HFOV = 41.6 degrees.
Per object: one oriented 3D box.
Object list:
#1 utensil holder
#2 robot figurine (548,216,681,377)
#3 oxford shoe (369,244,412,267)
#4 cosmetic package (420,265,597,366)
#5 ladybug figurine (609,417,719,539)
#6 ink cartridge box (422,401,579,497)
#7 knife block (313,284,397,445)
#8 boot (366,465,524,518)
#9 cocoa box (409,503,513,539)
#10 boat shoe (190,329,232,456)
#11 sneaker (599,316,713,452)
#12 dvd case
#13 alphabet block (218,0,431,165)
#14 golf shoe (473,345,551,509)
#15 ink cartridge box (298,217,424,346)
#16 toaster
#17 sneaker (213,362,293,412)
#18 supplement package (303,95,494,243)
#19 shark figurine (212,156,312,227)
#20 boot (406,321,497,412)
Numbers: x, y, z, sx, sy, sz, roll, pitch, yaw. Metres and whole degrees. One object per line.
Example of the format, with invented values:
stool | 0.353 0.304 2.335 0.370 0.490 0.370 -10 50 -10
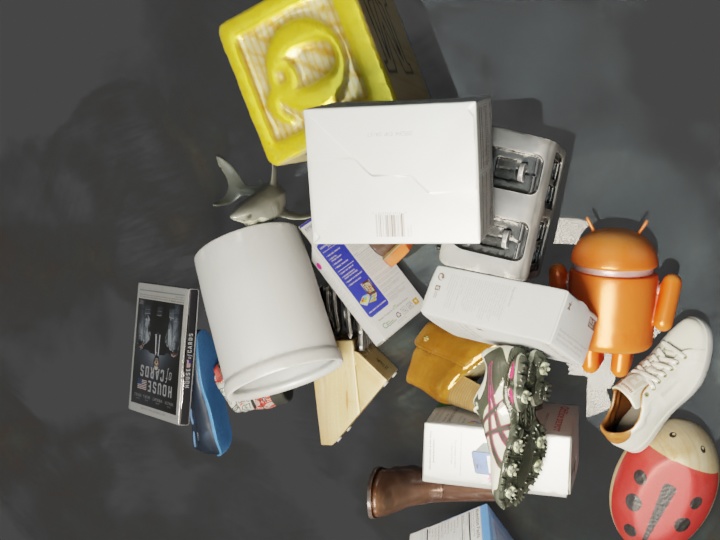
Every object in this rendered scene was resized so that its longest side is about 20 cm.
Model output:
utensil holder | -0.132 0.057 1.310 0.168 0.170 0.203 -24 75 20
robot figurine | 0.330 0.033 1.236 0.143 0.115 0.203 18 110 60
oxford shoe | 0.068 -0.087 1.283 0.073 0.071 0.200 38 127 -3
cosmetic package | 0.188 0.057 1.211 0.198 0.101 0.075 13 78 42
ladybug figurine | 0.408 0.299 1.278 0.134 0.072 0.203 20 105 13
ink cartridge box | 0.196 0.235 1.297 0.197 0.145 0.089 5 101 17
knife block | -0.042 0.129 1.400 0.175 0.064 0.201 42 109 8
boot | 0.121 0.303 1.316 0.197 0.186 0.065 -2 93 21
cocoa box | 0.170 0.452 1.313 0.130 0.134 0.201 -27 117 18
boat shoe | -0.255 0.193 1.472 0.068 0.084 0.203 -4 96 22
sneaker | 0.384 0.145 1.235 0.073 0.084 0.202 37 99 50
dvd case | -0.302 0.123 1.451 0.149 0.025 0.203 5 90 47
alphabet block | -0.039 -0.267 1.259 0.193 0.200 0.199 -23 92 19
golf shoe | 0.186 0.194 1.195 0.087 0.076 0.203 11 95 49
ink cartridge box | 0.000 0.000 1.349 0.201 0.094 0.037 54 148 2
toaster | 0.185 -0.084 1.230 0.117 0.200 0.184 14 95 17
sneaker | -0.182 0.118 1.442 0.106 0.067 0.204 -16 97 17
supplement package | 0.049 -0.116 1.097 0.197 0.111 0.158 1 103 18
shark figurine | -0.140 -0.123 1.355 0.126 0.214 0.091 -4 107 -16
boot | 0.155 0.092 1.326 0.143 0.071 0.203 25 77 39
